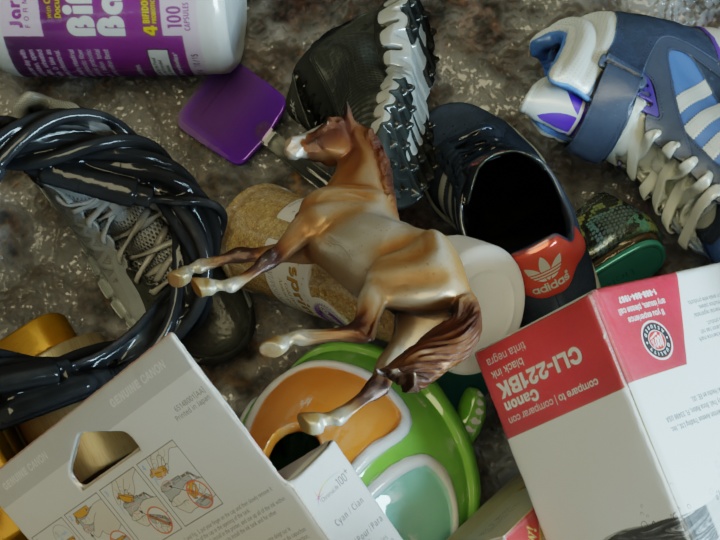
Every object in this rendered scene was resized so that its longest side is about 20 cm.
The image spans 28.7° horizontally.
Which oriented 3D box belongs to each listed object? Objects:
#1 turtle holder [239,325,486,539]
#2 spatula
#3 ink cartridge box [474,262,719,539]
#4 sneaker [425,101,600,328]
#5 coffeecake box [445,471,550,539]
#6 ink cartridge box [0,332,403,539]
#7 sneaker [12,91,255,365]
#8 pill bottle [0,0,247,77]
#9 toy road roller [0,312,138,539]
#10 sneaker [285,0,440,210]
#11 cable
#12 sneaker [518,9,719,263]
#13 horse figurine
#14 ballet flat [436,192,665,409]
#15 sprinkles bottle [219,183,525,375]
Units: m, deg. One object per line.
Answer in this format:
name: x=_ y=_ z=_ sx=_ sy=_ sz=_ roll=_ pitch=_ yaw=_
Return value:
turtle holder: x=-0.018 y=0.135 z=0.773 sx=0.141 sy=0.186 sz=0.132 roll=39 pitch=39 yaw=12
spatula: x=-0.027 y=-0.060 z=0.881 sx=0.199 sy=0.021 sz=0.057 roll=37 pitch=89 yaw=9
ink cartridge box: x=0.160 y=0.108 z=0.685 sx=0.083 sy=0.143 sz=0.202 roll=-32 pitch=74 yaw=41
sneaker: x=0.078 y=-0.051 z=0.804 sx=0.074 sy=0.085 sz=0.201 roll=-29 pitch=45 yaw=-1
coffeecake box: x=0.138 y=0.196 z=0.731 sx=0.153 sy=0.073 sz=0.201 roll=-31 pitch=89 yaw=-48
ink cartridge box: x=-0.080 y=0.132 z=0.699 sx=0.177 sy=0.200 sz=0.045 roll=54 pitch=42 yaw=-1
sneaker: x=-0.145 y=-0.028 z=0.835 sx=0.075 sy=0.116 sz=0.200 roll=-43 pitch=79 yaw=-5
pill bottle: x=-0.174 y=-0.177 z=0.870 sx=0.197 sy=0.112 sz=0.114 roll=-1 pitch=78 yaw=4
toy road roller: x=-0.221 y=0.115 z=0.794 sx=0.199 sy=0.146 sz=0.124 roll=-32 pitch=78 yaw=-3
sneaker: x=-0.003 y=-0.092 z=0.831 sx=0.090 sy=0.067 sz=0.201 roll=-15 pitch=36 yaw=16
cable: x=-0.166 y=-0.008 z=0.771 sx=0.198 sy=0.051 sz=0.165 roll=-21 pitch=102 yaw=-23
sneaker: x=0.162 y=-0.066 z=0.811 sx=0.145 sy=0.081 sz=0.202 roll=1 pitch=56 yaw=-15
horse figurine: x=-0.004 y=0.002 z=0.668 sx=0.132 sy=0.050 sz=0.200 roll=-28 pitch=41 yaw=-21
ballet flat: x=0.087 y=0.020 z=0.843 sx=0.199 sy=0.074 sz=0.075 roll=-31 pitch=78 yaw=-5
sprinkles bottle: x=0.000 y=0.000 z=0.781 sx=0.199 sy=0.068 sz=0.069 roll=19 pitch=77 yaw=49
